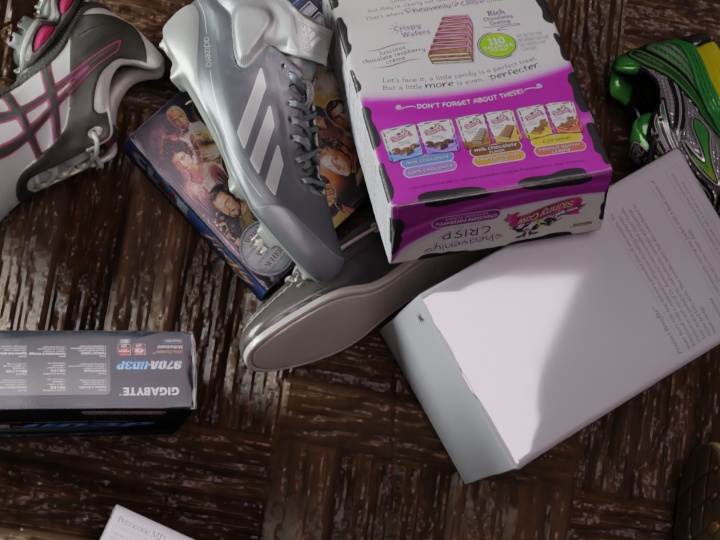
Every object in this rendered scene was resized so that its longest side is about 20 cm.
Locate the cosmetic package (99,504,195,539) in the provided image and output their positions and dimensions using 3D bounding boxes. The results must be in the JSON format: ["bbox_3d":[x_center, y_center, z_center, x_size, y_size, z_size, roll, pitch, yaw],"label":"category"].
[{"bbox_3d":[-0.076,0.221,1.035,0.199,0.051,0.083,26,76,-5],"label":"cosmetic package"}]

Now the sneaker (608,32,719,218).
[{"bbox_3d":[0.221,-0.064,1.128,0.084,0.078,0.201,-10,59,-17],"label":"sneaker"}]

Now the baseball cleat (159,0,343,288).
[{"bbox_3d":[-0.047,-0.094,1.045,0.106,0.070,0.201,-35,79,12],"label":"baseball cleat"}]

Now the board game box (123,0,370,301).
[{"bbox_3d":[-0.038,-0.097,1.119,0.200,0.035,0.136,-43,88,-16],"label":"board game box"}]

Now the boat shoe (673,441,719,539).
[{"bbox_3d":[0.247,0.210,1.093,0.067,0.072,0.202,-3,85,-17],"label":"boat shoe"}]

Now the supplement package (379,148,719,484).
[{"bbox_3d":[0.133,0.032,1.080,0.199,0.120,0.122,-28,85,-16],"label":"supplement package"}]

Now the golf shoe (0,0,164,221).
[{"bbox_3d":[-0.201,-0.082,1.059,0.088,0.077,0.201,27,74,2],"label":"golf shoe"}]

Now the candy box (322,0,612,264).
[{"bbox_3d":[0.060,-0.108,1.047,0.135,0.061,0.201,-9,55,-8],"label":"candy box"}]

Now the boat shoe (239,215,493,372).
[{"bbox_3d":[0.000,0.000,1.097,0.199,0.067,0.057,-28,59,-19],"label":"boat shoe"}]

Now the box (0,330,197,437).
[{"bbox_3d":[-0.199,0.068,0.989,0.198,0.159,0.046,0,79,-11],"label":"box"}]
